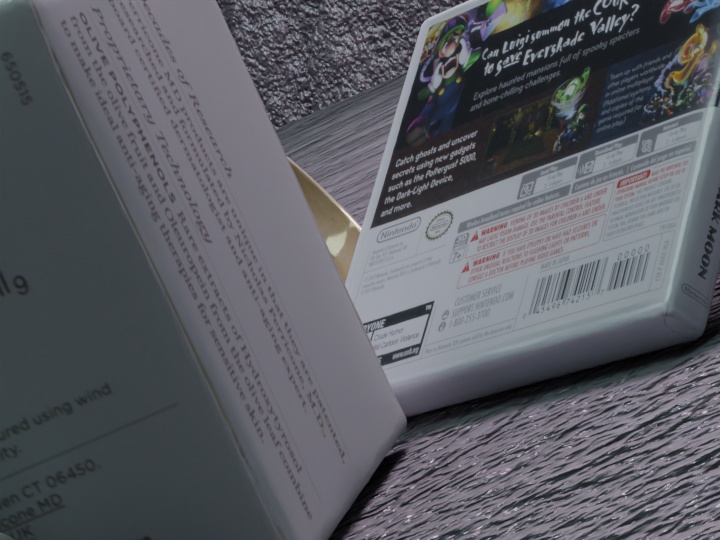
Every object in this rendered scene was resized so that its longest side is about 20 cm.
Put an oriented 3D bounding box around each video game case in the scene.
[{"bbox_3d":[0.069,-0.039,1.034,0.199,0.023,0.183,-19,47,50],"label":"video game case"}]

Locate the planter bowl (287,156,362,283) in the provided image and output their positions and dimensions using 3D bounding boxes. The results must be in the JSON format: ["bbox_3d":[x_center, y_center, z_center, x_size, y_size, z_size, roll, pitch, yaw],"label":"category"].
[{"bbox_3d":[-0.099,0.000,1.226,0.135,0.200,0.200,-52,2,9],"label":"planter bowl"}]

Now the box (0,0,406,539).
[{"bbox_3d":[-0.123,0.023,0.938,0.198,0.201,0.171,-23,8,17],"label":"box"}]

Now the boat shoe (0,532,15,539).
[{"bbox_3d":[-0.165,0.133,0.775,0.063,0.071,0.200,-18,11,45],"label":"boat shoe"}]
